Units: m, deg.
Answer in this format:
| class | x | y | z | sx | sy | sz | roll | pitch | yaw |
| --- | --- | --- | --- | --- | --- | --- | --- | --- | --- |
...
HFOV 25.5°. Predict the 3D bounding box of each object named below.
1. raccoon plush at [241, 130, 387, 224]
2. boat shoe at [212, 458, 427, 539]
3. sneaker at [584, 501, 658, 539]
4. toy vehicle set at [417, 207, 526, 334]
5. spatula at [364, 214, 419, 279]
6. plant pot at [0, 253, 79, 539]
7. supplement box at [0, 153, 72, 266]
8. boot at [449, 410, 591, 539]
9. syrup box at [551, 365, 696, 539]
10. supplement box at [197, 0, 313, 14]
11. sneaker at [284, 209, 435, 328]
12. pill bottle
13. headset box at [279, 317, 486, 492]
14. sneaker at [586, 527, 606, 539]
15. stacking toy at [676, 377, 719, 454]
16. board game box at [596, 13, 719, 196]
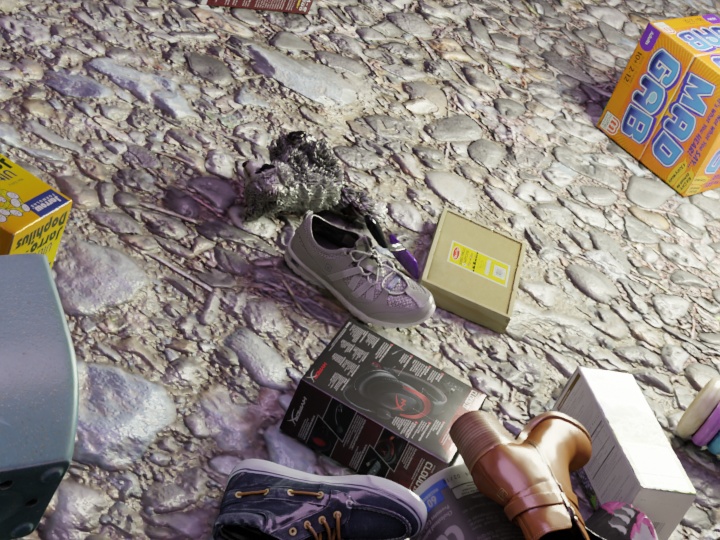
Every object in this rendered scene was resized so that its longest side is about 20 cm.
| class | x | y | z | sx | sy | sz | roll | pitch | yaw |
| --- | --- | --- | --- | --- | --- | --- | --- | --- | --- |
| raccoon plush | -0.058 | -0.092 | 1.995 | 0.198 | 0.097 | 0.135 | 22 | 39 | -5 |
| boat shoe | -0.040 | 0.244 | 1.511 | 0.198 | 0.071 | 0.091 | 8 | 36 | 9 |
| sneaker | 0.298 | 0.322 | 1.648 | 0.080 | 0.087 | 0.200 | -33 | 35 | -11 |
| toy vehicle set | 0.145 | -0.003 | 2.056 | 0.123 | 0.027 | 0.201 | 24 | 32 | -1 |
| spatula | 0.036 | -0.032 | 1.924 | 0.057 | 0.021 | 0.200 | 48 | 3 | 21 |
| plant pot | -0.352 | 0.129 | 1.379 | 0.195 | 0.196 | 0.201 | -5 | 52 | -39 |
| supplement box | -0.424 | -0.065 | 1.677 | 0.199 | 0.110 | 0.109 | 32 | 32 | 11 |
| boot | 0.188 | 0.209 | 1.530 | 0.199 | 0.077 | 0.156 | 20 | 26 | -47 |
| syrup box | 0.294 | 0.206 | 1.799 | 0.078 | 0.082 | 0.201 | 10 | 34 | -25 |
| supplement box | -0.176 | -0.459 | 2.476 | 0.198 | 0.061 | 0.109 | -1 | 41 | -34 |
| sneaker | 0.000 | 0.000 | 1.889 | 0.198 | 0.082 | 0.075 | 26 | 46 | 10 |
| pill bottle | 0.126 | 0.293 | 1.524 | 0.113 | 0.114 | 0.201 | 4 | 36 | -30 |
| headset box | 0.035 | 0.156 | 1.700 | 0.199 | 0.075 | 0.149 | 29 | 32 | 6 |
| sneaker | 0.243 | 0.320 | 1.573 | 0.199 | 0.105 | 0.060 | 32 | 32 | 12 |
| stacking toy | 0.484 | 0.221 | 1.924 | 0.199 | 0.086 | 0.085 | 38 | 33 | 8 |
| board game box | 0.545 | -0.270 | 2.559 | 0.199 | 0.201 | 0.200 | -15 | 49 | -46 |
